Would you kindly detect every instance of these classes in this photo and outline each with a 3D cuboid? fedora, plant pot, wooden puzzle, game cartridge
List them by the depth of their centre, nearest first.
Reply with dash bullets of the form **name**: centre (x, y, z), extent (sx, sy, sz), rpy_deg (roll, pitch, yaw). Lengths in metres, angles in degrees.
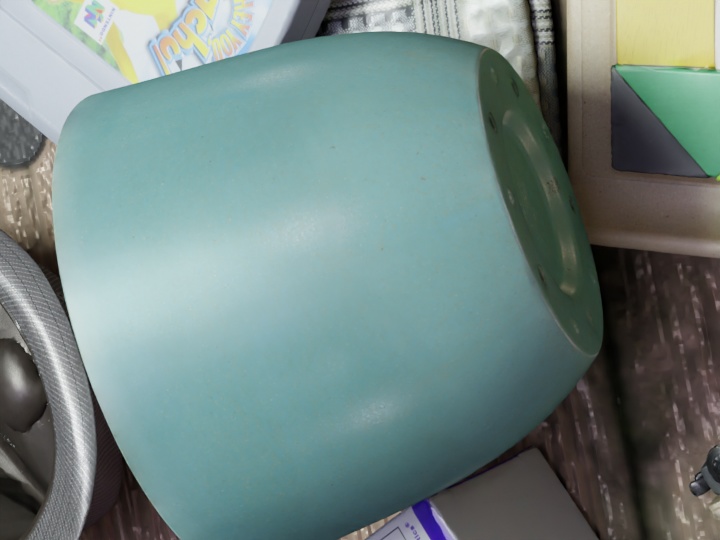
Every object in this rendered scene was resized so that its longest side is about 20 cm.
- **wooden puzzle**: centre (0.160, -0.102, 0.900), extent (0.184, 0.037, 0.202), rpy_deg (7, 102, 31)
- **plant pot**: centre (0.000, 0.000, 0.904), extent (0.160, 0.200, 0.202), rpy_deg (-19, 89, 17)
- **game cartridge**: centre (-0.080, -0.129, 1.006), extent (0.133, 0.040, 0.201), rpy_deg (36, 115, 14)
- **fedora**: centre (-0.173, 0.067, 1.101), extent (0.177, 0.090, 0.201), rpy_deg (-45, 69, 27)

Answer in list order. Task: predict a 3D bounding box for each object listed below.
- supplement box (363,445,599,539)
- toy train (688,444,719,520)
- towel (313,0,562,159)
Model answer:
- **supplement box**: centre (0.012, 0.176, 1.001), extent (0.200, 0.101, 0.104), rpy_deg (-41, 77, 29)
- **toy train**: centre (0.215, 0.053, 0.898), extent (0.199, 0.034, 0.046), rpy_deg (-29, 96, 31)
- **towel**: centre (-0.008, -0.110, 1.003), extent (0.191, 0.034, 0.202), rpy_deg (-3, 96, 32)
